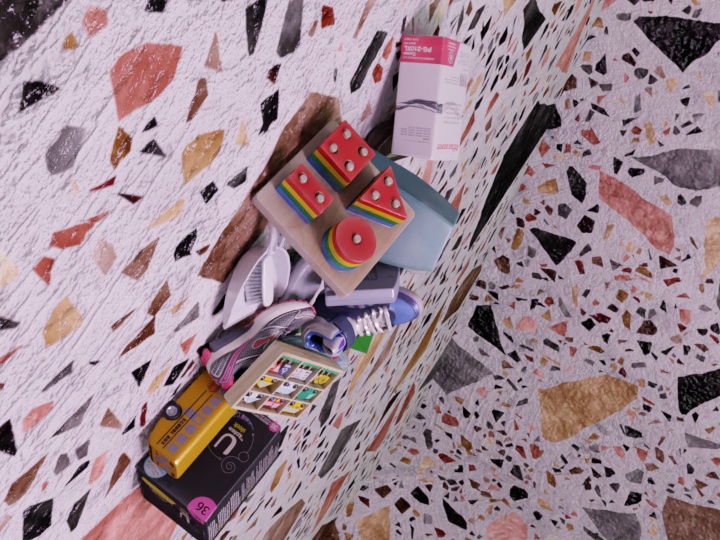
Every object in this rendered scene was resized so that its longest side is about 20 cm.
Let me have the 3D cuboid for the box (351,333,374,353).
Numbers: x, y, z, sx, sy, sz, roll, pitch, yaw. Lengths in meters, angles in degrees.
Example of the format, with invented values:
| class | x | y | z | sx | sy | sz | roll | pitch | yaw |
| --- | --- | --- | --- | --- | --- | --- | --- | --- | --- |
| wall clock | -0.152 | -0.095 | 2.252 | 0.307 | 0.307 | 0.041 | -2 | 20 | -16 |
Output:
| class | x | y | z | sx | sy | sz | roll | pitch | yaw |
| --- | --- | --- | --- | --- | --- | --- | --- | --- | --- |
| box | 0.016 | 0.037 | 1.721 | 0.178 | 0.095 | 0.202 | -71 | 179 | -51 |

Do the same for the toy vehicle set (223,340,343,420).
| class | x | y | z | sx | sy | sz | roll | pitch | yaw |
| --- | --- | --- | --- | --- | --- | --- | --- | --- | --- |
| toy vehicle set | -0.122 | 0.185 | 1.349 | 0.124 | 0.027 | 0.199 | -47 | 150 | 9 |

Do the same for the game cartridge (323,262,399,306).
| class | x | y | z | sx | sy | sz | roll | pitch | yaw |
| --- | --- | --- | --- | --- | --- | --- | --- | --- | --- |
| game cartridge | 0.000 | 0.000 | 1.395 | 0.201 | 0.131 | 0.041 | -99 | -177 | -62 |

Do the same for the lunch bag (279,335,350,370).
| class | x | y | z | sx | sy | sz | roll | pitch | yaw |
| --- | --- | --- | --- | --- | --- | --- | --- | --- | --- |
| lunch bag | -0.121 | 0.171 | 1.464 | 0.198 | 0.078 | 0.160 | -2 | 151 | -50 |

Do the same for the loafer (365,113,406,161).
| class | x | y | z | sx | sy | sz | roll | pitch | yaw |
| --- | --- | --- | --- | --- | --- | --- | --- | --- | --- |
| loafer | 0.067 | -0.239 | 1.508 | 0.200 | 0.070 | 0.074 | -49 | 162 | -34 |

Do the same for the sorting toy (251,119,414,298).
| class | x | y | z | sx | sy | sz | roll | pitch | yaw |
| --- | --- | --- | --- | --- | --- | --- | --- | --- | --- |
| sorting toy | -0.023 | -0.102 | 1.214 | 0.200 | 0.199 | 0.069 | -49 | -169 | -33 |

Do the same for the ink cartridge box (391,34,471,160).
| class | x | y | z | sx | sy | sz | roll | pitch | yaw |
| --- | --- | --- | --- | --- | --- | --- | --- | --- | --- |
| ink cartridge box | 0.125 | -0.299 | 1.431 | 0.144 | 0.083 | 0.204 | -17 | 114 | -63 |

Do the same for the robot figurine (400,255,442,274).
| class | x | y | z | sx | sy | sz | roll | pitch | yaw |
| --- | --- | --- | --- | --- | --- | --- | --- | --- | --- |
| robot figurine | 0.141 | -0.077 | 1.962 | 0.201 | 0.148 | 0.127 | 89 | -7 | -62 |

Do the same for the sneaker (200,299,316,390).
| class | x | y | z | sx | sy | sz | roll | pitch | yaw |
| --- | --- | --- | --- | --- | --- | --- | --- | --- | --- |
| sneaker | -0.156 | 0.118 | 1.326 | 0.198 | 0.075 | 0.081 | -33 | 161 | -11 |

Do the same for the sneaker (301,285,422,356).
| class | x | y | z | sx | sy | sz | roll | pitch | yaw |
| --- | --- | --- | --- | --- | --- | --- | --- | --- | --- |
| sneaker | -0.003 | 0.096 | 1.368 | 0.147 | 0.197 | 0.081 | -69 | 155 | -49 |

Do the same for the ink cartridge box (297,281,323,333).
| class | x | y | z | sx | sy | sz | roll | pitch | yaw |
| --- | --- | --- | --- | --- | --- | --- | --- | --- | --- |
| ink cartridge box | -0.068 | 0.022 | 1.608 | 0.202 | 0.050 | 0.161 | -60 | 165 | 10 |

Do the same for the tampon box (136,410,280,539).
| class | x | y | z | sx | sy | sz | roll | pitch | yaw |
| --- | --- | --- | --- | --- | --- | --- | --- | --- | --- |
| tampon box | -0.250 | 0.322 | 1.375 | 0.200 | 0.149 | 0.127 | -49 | 163 | -34 |

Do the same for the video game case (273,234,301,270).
| class | x | y | z | sx | sy | sz | roll | pitch | yaw |
| --- | --- | --- | --- | --- | --- | --- | --- | --- | --- |
| video game case | -0.086 | -0.087 | 1.394 | 0.184 | 0.022 | 0.200 | -65 | 165 | 17 |

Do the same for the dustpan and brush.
| class | x | y | z | sx | sy | sz | roll | pitch | yaw |
| --- | --- | --- | --- | --- | --- | --- | --- | --- | --- |
| dustpan and brush | -0.147 | -0.012 | 1.250 | 0.139 | 0.057 | 0.203 | -30 | 131 | -51 |

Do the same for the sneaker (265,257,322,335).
| class | x | y | z | sx | sy | sz | roll | pitch | yaw |
| --- | --- | --- | --- | --- | --- | --- | --- | --- | --- |
| sneaker | -0.125 | 0.038 | 1.401 | 0.072 | 0.071 | 0.201 | -16 | 145 | -41 |

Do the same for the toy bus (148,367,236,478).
| class | x | y | z | sx | sy | sz | roll | pitch | yaw |
| --- | --- | --- | --- | --- | --- | --- | --- | --- | --- |
| toy bus | -0.257 | 0.227 | 1.313 | 0.200 | 0.078 | 0.066 | -49 | 162 | -35 |

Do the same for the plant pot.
| class | x | y | z | sx | sy | sz | roll | pitch | yaw |
| --- | --- | --- | --- | --- | --- | --- | --- | --- | --- |
| plant pot | 0.058 | -0.092 | 1.385 | 0.143 | 0.198 | 0.141 | -65 | 176 | 22 |
